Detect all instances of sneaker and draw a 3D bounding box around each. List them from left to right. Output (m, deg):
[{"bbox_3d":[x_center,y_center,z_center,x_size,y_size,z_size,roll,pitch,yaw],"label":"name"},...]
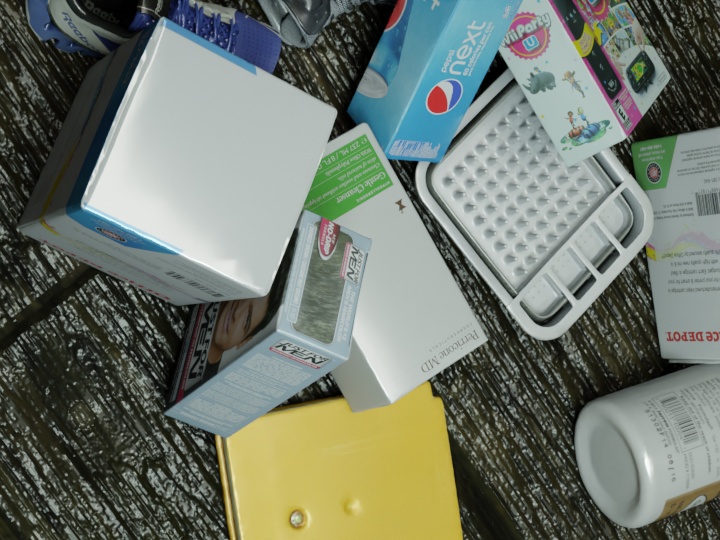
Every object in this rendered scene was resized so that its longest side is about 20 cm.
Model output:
[{"bbox_3d":[-0.149,-0.183,1.222,0.198,0.115,0.081,16,83,-23],"label":"sneaker"},{"bbox_3d":[-0.009,-0.224,1.311,0.199,0.075,0.115,24,79,-16],"label":"sneaker"}]

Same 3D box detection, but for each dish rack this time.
[{"bbox_3d":[0.144,-0.060,1.388,0.172,0.043,0.200,-45,105,-18],"label":"dish rack"}]

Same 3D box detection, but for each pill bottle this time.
[{"bbox_3d":[0.297,0.142,1.411,0.198,0.114,0.116,-15,94,-24],"label":"pill bottle"}]

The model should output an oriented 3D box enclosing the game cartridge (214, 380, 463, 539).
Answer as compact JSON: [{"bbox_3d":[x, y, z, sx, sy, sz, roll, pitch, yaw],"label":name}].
[{"bbox_3d":[-0.014,0.192,1.318,0.198,0.032,0.178,-9,92,-27],"label":"game cartridge"}]

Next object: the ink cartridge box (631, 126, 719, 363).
[{"bbox_3d":[0.322,-0.025,1.411,0.083,0.145,0.202,-10,92,-26],"label":"ink cartridge box"}]

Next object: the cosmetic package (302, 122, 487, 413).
[{"bbox_3d":[0.000,0.000,1.286,0.107,0.085,0.201,-32,92,-24],"label":"cosmetic package"}]

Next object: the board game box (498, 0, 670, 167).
[{"bbox_3d":[0.169,-0.209,1.353,0.201,0.064,0.148,57,34,-9],"label":"board game box"}]

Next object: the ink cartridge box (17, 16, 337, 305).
[{"bbox_3d":[-0.138,-0.070,1.176,0.146,0.200,0.147,26,77,-21],"label":"ink cartridge box"}]

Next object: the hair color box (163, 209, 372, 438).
[{"bbox_3d":[-0.071,0.044,1.190,0.060,0.200,0.100,24,58,-21],"label":"hair color box"}]

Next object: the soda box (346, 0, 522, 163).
[{"bbox_3d":[0.064,-0.185,1.270,0.064,0.068,0.201,2,128,-37],"label":"soda box"}]
